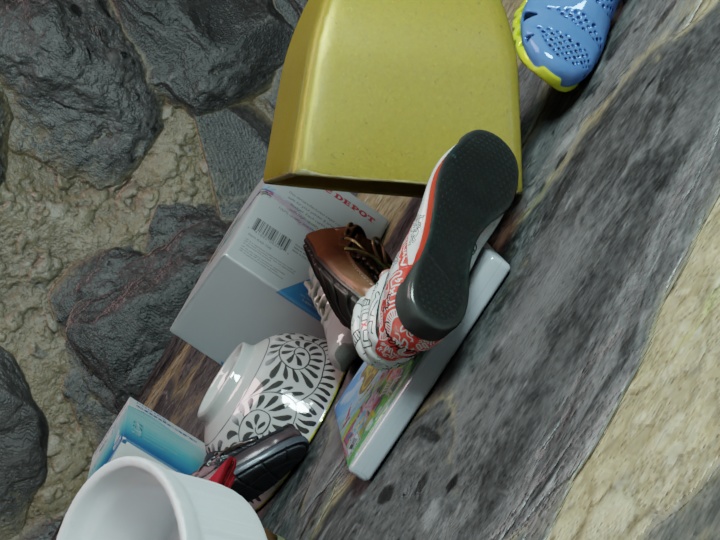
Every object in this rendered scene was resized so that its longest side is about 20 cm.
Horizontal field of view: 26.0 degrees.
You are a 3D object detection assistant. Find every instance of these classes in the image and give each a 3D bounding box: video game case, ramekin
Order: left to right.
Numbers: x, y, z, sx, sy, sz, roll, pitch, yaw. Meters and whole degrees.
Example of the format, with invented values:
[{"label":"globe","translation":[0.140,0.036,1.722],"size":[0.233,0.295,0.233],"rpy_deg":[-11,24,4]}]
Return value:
[{"label":"ramekin","translation":[-0.157,0.253,1.223],"size":[0.200,0.097,0.202],"rpy_deg":[-21,62,44]},{"label":"video game case","translation":[0.044,0.059,1.266],"size":[0.201,0.022,0.182],"rpy_deg":[-57,9,6]}]

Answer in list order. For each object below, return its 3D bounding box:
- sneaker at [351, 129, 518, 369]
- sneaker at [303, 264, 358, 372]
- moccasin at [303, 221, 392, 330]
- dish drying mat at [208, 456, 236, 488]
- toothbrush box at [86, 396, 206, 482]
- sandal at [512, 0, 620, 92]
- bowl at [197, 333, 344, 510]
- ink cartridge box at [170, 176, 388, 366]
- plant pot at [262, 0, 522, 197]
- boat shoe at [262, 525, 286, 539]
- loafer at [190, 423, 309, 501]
[{"label":"sneaker","translation":[0.052,-0.015,1.198],"size":[0.108,0.067,0.202],"rpy_deg":[-41,21,50]},{"label":"sneaker","translation":[-0.021,0.031,1.519],"size":[0.071,0.080,0.201],"rpy_deg":[-52,13,22]},{"label":"moccasin","translation":[0.001,0.002,1.406],"size":[0.077,0.074,0.201],"rpy_deg":[-24,13,-2]},{"label":"dish drying mat","translation":[-0.175,0.250,1.372],"size":[0.200,0.018,0.077],"rpy_deg":[-49,7,19]},{"label":"toothbrush box","translation":[-0.210,0.225,1.659],"size":[0.086,0.146,0.200],"rpy_deg":[-56,10,4]},{"label":"sandal","translation":[0.188,-0.233,1.308],"size":[0.087,0.079,0.201],"rpy_deg":[-41,21,49]},{"label":"bowl","translation":[-0.101,0.133,1.556],"size":[0.201,0.094,0.201],"rpy_deg":[-54,11,15]},{"label":"ink cartridge box","translation":[-0.086,0.003,1.712],"size":[0.146,0.146,0.201],"rpy_deg":[-50,9,41]},{"label":"plant pot","translation":[0.028,-0.169,1.334],"size":[0.194,0.194,0.202],"rpy_deg":[-176,90,-79]},{"label":"boat shoe","translation":[-0.116,0.242,1.359],"size":[0.072,0.068,0.200],"rpy_deg":[-62,10,-23]},{"label":"loafer","translation":[-0.143,0.196,1.446],"size":[0.199,0.063,0.072],"rpy_deg":[-35,-27,0]}]
